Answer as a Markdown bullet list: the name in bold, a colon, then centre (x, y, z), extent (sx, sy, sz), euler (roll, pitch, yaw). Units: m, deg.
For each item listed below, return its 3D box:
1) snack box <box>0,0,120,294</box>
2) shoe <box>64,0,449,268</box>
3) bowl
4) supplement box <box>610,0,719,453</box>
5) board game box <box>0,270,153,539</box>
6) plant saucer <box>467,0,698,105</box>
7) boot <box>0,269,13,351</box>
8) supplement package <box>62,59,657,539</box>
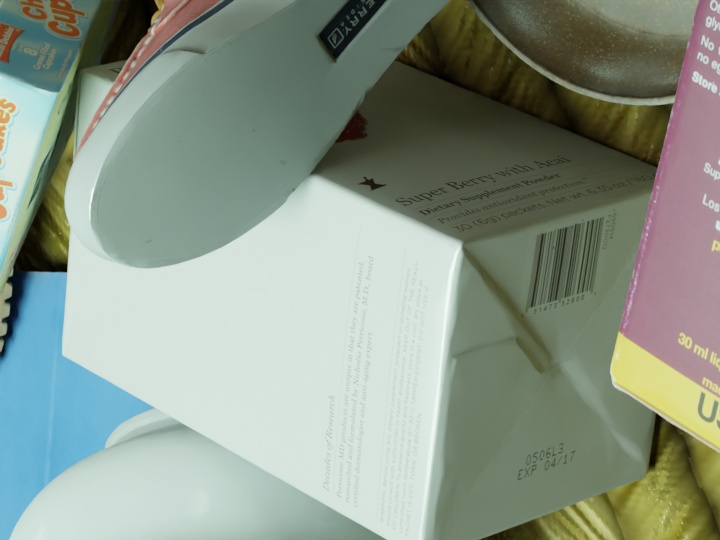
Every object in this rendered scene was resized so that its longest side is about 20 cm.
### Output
- **snack box**: centre (-0.125, -0.079, 1.157), extent (0.037, 0.200, 0.116), euler (19, 125, -3)
- **shoe**: centre (-0.043, -0.086, 1.021), extent (0.091, 0.200, 0.072), euler (25, 155, 45)
- **bowl**: centre (-0.050, 0.107, 1.146), extent (0.201, 0.201, 0.090), euler (-35, 50, 47)
- **supplement box**: centre (0.167, -0.044, 0.879), extent (0.103, 0.131, 0.200), euler (33, 124, 37)
- **board game box**: centre (-0.120, 0.080, 1.300), extent (0.200, 0.039, 0.158), euler (1, 87, 52)
- **plant saucer**: centre (0.093, -0.156, 1.000), extent (0.200, 0.032, 0.200), euler (18, 115, 44)
- **boot**: centre (-0.228, 0.032, 1.326), extent (0.200, 0.107, 0.075), euler (-55, 44, 32)
- **supplement package**: centre (0.000, 0.000, 1.083), extent (0.200, 0.121, 0.120), euler (25, 119, 40)
